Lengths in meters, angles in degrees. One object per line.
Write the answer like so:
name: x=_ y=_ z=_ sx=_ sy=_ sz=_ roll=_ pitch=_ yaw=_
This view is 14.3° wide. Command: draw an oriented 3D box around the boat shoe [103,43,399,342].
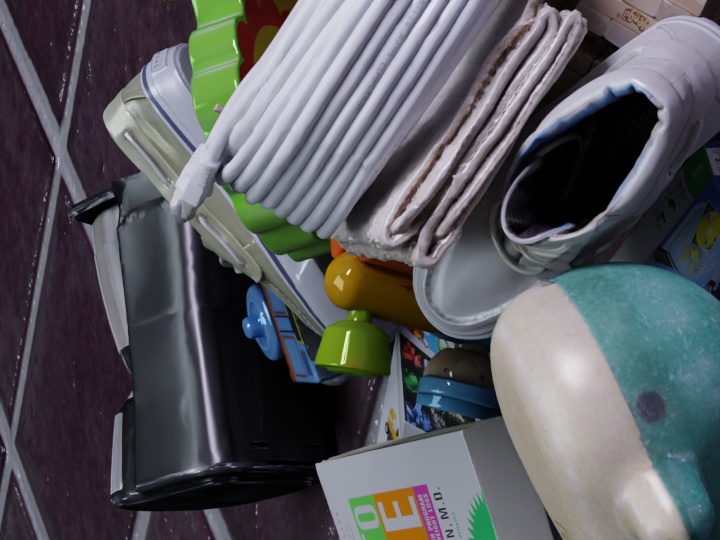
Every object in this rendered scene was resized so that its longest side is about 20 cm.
boat shoe: x=-0.057 y=-0.032 z=1.549 sx=0.062 sy=0.072 sz=0.200 roll=-33 pitch=99 yaw=28

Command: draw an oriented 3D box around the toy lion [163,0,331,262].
toy lion: x=-0.042 y=-0.100 z=1.504 sx=0.200 sy=0.069 sz=0.192 roll=-7 pitch=-101 yaw=-71

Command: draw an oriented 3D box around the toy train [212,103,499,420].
toy train: x=0.000 y=0.000 z=1.413 sx=0.085 sy=0.200 sz=0.116 roll=2 pitch=78 yaw=60

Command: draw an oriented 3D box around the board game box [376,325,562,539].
board game box: x=0.064 y=0.104 z=1.515 sx=0.200 sy=0.035 sz=0.126 roll=-123 pitch=36 yaw=-51

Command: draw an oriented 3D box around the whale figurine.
whale figurine: x=0.132 y=0.089 z=1.205 sx=0.200 sy=0.104 sz=0.159 roll=65 pitch=175 yaw=-5

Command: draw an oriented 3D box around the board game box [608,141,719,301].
board game box: x=0.147 y=0.050 z=1.307 sx=0.200 sy=0.034 sz=0.135 roll=122 pitch=139 yaw=-54

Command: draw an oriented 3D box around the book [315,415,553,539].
book: x=0.049 y=0.147 z=1.455 sx=0.200 sy=0.048 sz=0.134 roll=-22 pitch=83 yaw=69

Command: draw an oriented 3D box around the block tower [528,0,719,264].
block tower: x=0.120 y=-0.095 z=1.266 sx=0.054 sy=0.058 sz=0.200 roll=32 pitch=119 yaw=15

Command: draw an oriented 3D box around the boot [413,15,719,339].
boot: x=0.075 y=-0.030 z=1.223 sx=0.074 sy=0.096 sz=0.200 roll=47 pitch=123 yaw=7

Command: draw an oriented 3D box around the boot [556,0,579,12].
boot: x=0.093 y=-0.068 z=1.388 sx=0.200 sy=0.074 sz=0.076 roll=-38 pitch=68 yaw=61

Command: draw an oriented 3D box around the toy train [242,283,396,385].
toy train: x=-0.034 y=-0.030 z=1.635 sx=0.114 sy=0.087 sz=0.200 roll=175 pitch=76 yaw=-73

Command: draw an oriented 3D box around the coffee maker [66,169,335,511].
coffee maker: x=-0.087 y=0.037 z=1.749 sx=0.192 sy=0.135 sz=0.200 roll=143 pitch=120 yaw=-63

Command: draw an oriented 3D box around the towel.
towel: x=0.038 y=-0.062 z=1.262 sx=0.133 sy=0.034 sz=0.200 roll=-56 pitch=7 yaw=-4

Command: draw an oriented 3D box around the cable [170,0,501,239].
cable: x=0.011 y=-0.108 z=1.240 sx=0.200 sy=0.069 sz=0.200 roll=-49 pitch=8 yaw=52
